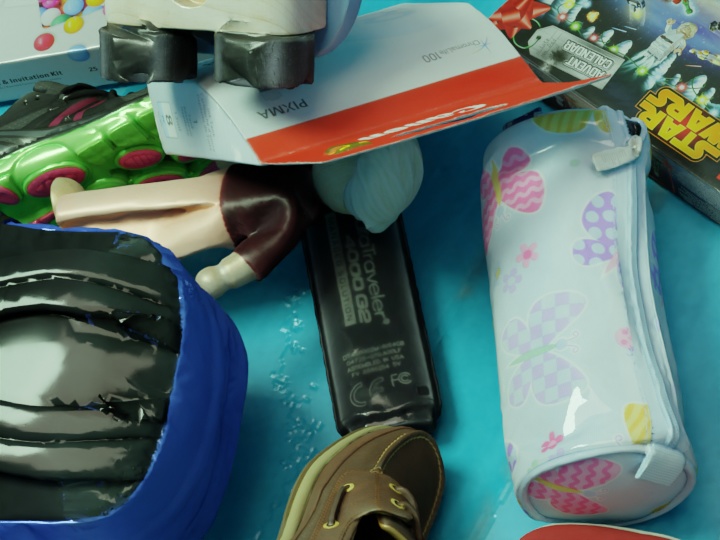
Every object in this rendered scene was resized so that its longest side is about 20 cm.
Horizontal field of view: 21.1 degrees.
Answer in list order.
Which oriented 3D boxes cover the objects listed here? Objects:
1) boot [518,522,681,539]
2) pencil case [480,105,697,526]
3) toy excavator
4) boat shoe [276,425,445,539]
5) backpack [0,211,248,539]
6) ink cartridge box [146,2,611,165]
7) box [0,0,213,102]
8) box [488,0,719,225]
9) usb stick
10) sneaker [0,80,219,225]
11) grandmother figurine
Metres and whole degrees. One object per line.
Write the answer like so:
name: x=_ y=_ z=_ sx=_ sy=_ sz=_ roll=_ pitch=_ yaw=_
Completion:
boot: x=0.142 y=0.129 z=0.796 sx=0.199 sy=0.145 sz=0.073 roll=15 pitch=64 yaw=26
pencil case: x=0.108 y=0.020 z=0.912 sx=0.090 sy=0.083 sz=0.201 roll=-22 pitch=52 yaw=30
toy excavator: x=-0.071 y=-0.156 z=0.982 sx=0.193 sy=0.200 sz=0.101 roll=7 pitch=104 yaw=24
boat shoe: x=0.001 y=0.127 z=0.841 sx=0.067 sy=0.072 sz=0.200 roll=-12 pitch=17 yaw=28
backpack: x=-0.152 y=0.060 z=0.914 sx=0.199 sy=0.168 sz=0.164 roll=-2 pitch=70 yaw=20
ink cartridge box: x=0.003 y=-0.094 z=0.947 sx=0.159 sy=0.048 sz=0.200 roll=-18 pitch=12 yaw=-24
box: x=-0.149 y=-0.181 z=1.148 sx=0.199 sy=0.041 sz=0.157 roll=-8 pitch=56 yaw=14
box: x=0.179 y=-0.114 z=1.001 sx=0.137 sy=0.040 sz=0.200 roll=-44 pitch=56 yaw=-11
usb stick: x=0.000 y=0.000 z=0.991 sx=0.055 sy=0.033 sz=0.201 roll=-13 pitch=55 yaw=2
sneaker: x=-0.145 y=-0.079 z=1.062 sx=0.199 sy=0.077 sz=0.084 roll=-17 pitch=53 yaw=3
grandmother figurine: x=-0.063 y=-0.032 z=0.976 sx=0.199 sy=0.061 sz=0.122 roll=-13 pitch=48 yaw=14
